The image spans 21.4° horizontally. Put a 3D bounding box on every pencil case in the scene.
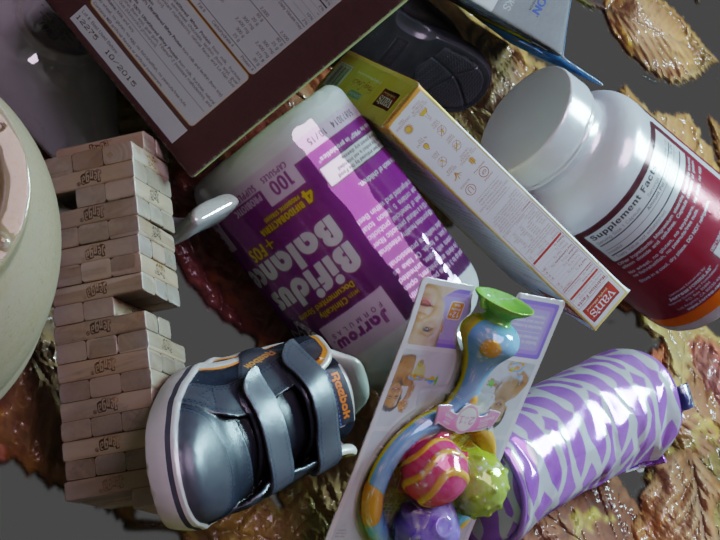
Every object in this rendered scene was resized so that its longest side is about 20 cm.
[{"bbox_3d":[0.126,0.112,1.211,0.199,0.084,0.086,-18,101,-46],"label":"pencil case"}]

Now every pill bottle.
[{"bbox_3d":[0.000,0.000,1.134,0.200,0.112,0.112,53,42,-3],"label":"pill bottle"},{"bbox_3d":[0.180,-0.052,1.323,0.200,0.113,0.114,35,46,-29],"label":"pill bottle"}]

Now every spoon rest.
[{"bbox_3d":[-0.157,-0.089,1.096,0.200,0.061,0.099,49,40,12],"label":"spoon rest"}]

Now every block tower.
[{"bbox_3d":[-0.127,0.030,1.005,0.054,0.057,0.202,32,48,-70],"label":"block tower"}]

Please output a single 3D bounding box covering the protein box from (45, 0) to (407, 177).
[{"bbox_3d":[-0.045,-0.184,1.091,0.135,0.200,0.199,50,15,-7],"label":"protein box"}]

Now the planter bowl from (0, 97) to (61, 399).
[{"bbox_3d":[-0.224,-0.023,0.882,0.199,0.135,0.202,8,70,-23],"label":"planter bowl"}]

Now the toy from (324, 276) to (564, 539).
[{"bbox_3d":[0.052,0.108,1.068,0.115,0.047,0.201,9,103,-41],"label":"toy"}]

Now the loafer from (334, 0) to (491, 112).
[{"bbox_3d":[0.005,-0.175,1.291,0.199,0.072,0.063,30,28,-34],"label":"loafer"}]

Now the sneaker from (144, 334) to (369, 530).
[{"bbox_3d":[-0.050,0.078,1.009,0.200,0.079,0.079,-44,123,-71],"label":"sneaker"}]

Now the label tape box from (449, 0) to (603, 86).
[{"bbox_3d":[0.077,-0.213,1.316,0.199,0.064,0.144,26,7,-29],"label":"label tape box"}]

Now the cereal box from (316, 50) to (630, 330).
[{"bbox_3d":[0.069,-0.052,1.209,0.200,0.144,0.040,42,88,-24],"label":"cereal box"}]
